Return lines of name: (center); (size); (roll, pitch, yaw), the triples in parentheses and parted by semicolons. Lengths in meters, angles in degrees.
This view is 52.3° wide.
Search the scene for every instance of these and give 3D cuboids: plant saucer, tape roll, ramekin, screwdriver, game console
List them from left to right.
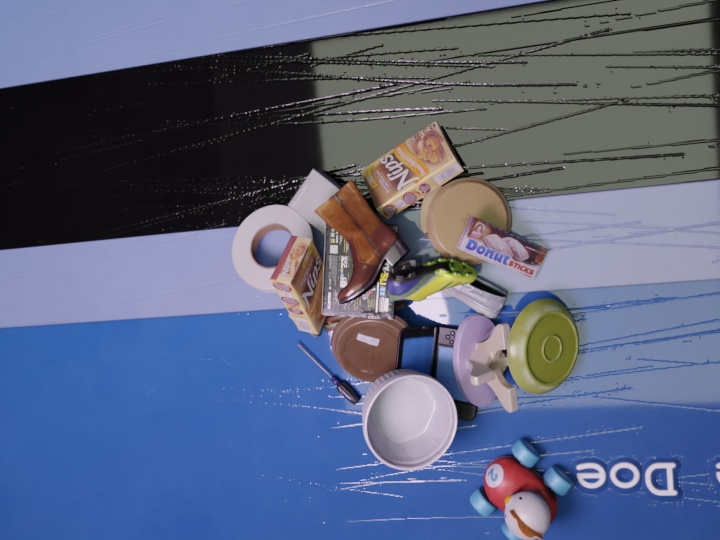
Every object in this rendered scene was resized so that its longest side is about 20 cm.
tape roll: (-0.196, -0.049, 1.671); (0.199, 0.037, 0.206); (-4, 71, 13)
screwdriver: (-0.077, 0.238, 1.715); (0.200, 0.029, 0.028); (44, 104, 10)
plant saucer: (0.029, 0.175, 1.637); (0.196, 0.030, 0.203); (4, 121, 7)
ramekin: (0.094, 0.302, 1.533); (0.196, 0.105, 0.204); (-2, 97, -11)
game console: (0.171, 0.230, 1.601); (0.170, 0.118, 0.204); (8, 98, 20)
plant saucer: (0.389, 0.160, 1.524); (0.197, 0.031, 0.204); (-3, 96, -30)

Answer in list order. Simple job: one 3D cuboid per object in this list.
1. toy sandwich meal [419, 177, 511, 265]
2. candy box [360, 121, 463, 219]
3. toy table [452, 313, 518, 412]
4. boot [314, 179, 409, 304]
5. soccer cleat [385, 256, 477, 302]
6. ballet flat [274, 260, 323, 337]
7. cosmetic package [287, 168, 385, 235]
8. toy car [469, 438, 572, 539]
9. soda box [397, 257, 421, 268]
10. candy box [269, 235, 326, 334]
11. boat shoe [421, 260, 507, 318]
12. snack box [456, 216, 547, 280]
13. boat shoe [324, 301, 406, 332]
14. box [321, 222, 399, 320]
toy sandwich meal: (0.226, -0.106, 1.590); (0.201, 0.070, 0.209); (0, 90, 3)
candy box: (0.109, -0.215, 1.579); (0.198, 0.055, 0.117); (-31, 56, 14)
toy table: (0.280, 0.199, 1.548); (0.182, 0.117, 0.203); (-26, 107, -25)
boot: (-0.027, -0.056, 1.514); (0.188, 0.068, 0.200); (-43, 83, 7)
soccer cleat: (0.146, 0.025, 1.529); (0.197, 0.065, 0.085); (-6, 126, -14)
ballet flat: (-0.148, 0.066, 1.701); (0.075, 0.067, 0.203); (-26, 83, 36)
cosmetic package: (-0.052, -0.127, 1.641); (0.199, 0.090, 0.108); (36, 100, 4)
toy car: (0.337, 0.493, 1.546); (0.176, 0.200, 0.185); (39, 102, 7)
soda box: (0.037, 0.010, 1.640); (0.196, 0.068, 0.065); (-5, 94, 15)
candy box: (-0.119, 0.034, 1.575); (0.054, 0.201, 0.117); (10, 58, 22)
boat shoe: (0.228, 0.023, 1.591); (0.199, 0.070, 0.072); (32, 119, 2)
snack box: (0.299, -0.045, 1.543); (0.198, 0.024, 0.073); (21, 102, -24)
boat shoe: (0.002, 0.082, 1.654); (0.197, 0.072, 0.069); (-16, 86, 10)
box: (0.000, 0.000, 1.567); (0.157, 0.049, 0.204); (2, 90, 7)
